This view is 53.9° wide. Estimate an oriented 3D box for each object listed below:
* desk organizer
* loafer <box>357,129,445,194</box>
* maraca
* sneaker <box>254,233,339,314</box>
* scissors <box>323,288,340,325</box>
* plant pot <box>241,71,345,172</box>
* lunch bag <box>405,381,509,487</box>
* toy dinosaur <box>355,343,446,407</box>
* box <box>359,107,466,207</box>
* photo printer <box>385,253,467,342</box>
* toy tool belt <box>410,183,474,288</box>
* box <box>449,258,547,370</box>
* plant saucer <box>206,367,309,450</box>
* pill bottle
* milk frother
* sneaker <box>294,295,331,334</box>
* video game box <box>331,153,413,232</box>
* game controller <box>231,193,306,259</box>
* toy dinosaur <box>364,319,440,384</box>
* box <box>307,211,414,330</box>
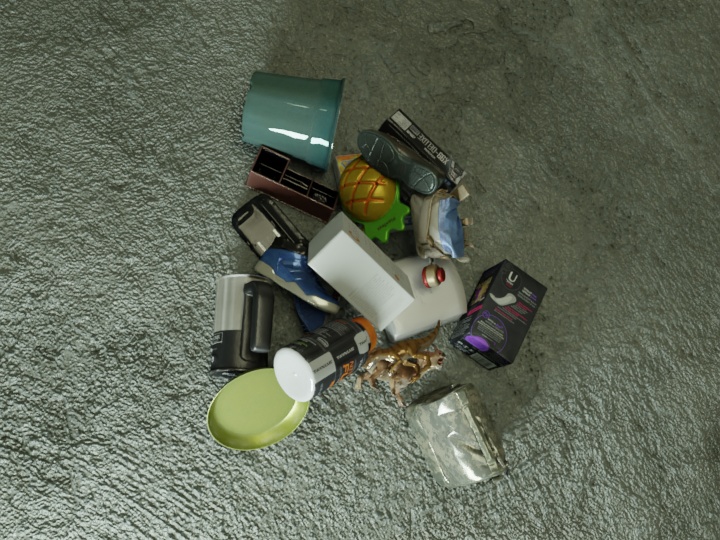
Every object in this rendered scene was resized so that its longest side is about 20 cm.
[{"bbox_3d":[-0.141,-0.184,1.518,0.198,0.077,0.072,24,69,-8],"label":"desk organizer"},{"bbox_3d":[0.083,-0.223,1.437,0.199,0.072,0.063,37,35,16],"label":"loafer"},{"bbox_3d":[0.027,-0.152,1.484,0.137,0.107,0.201,-36,67,19],"label":"maraca"},{"bbox_3d":[-0.108,-0.001,1.422,0.199,0.077,0.112,29,84,21],"label":"sneaker"},{"bbox_3d":[-0.054,0.043,1.470,0.073,0.014,0.200,42,45,-2],"label":"scissors"},{"bbox_3d":[-0.144,-0.330,1.509,0.194,0.200,0.202,12,71,-4],"label":"plant pot"},{"bbox_3d":[0.202,0.329,1.418,0.138,0.168,0.202,-21,81,-20],"label":"lunch bag"},{"bbox_3d":[0.063,0.194,1.464,0.198,0.086,0.137,20,70,-7],"label":"toy dinosaur"},{"bbox_3d":[0.107,-0.223,1.509,0.200,0.158,0.050,44,55,-1],"label":"box"},{"bbox_3d":[0.129,0.048,1.533,0.198,0.069,0.168,-16,79,-20],"label":"photo printer"},{"bbox_3d":[0.176,-0.069,1.443,0.122,0.125,0.202,-7,93,26],"label":"toy tool belt"},{"bbox_3d":[0.301,0.098,1.548,0.122,0.106,0.201,34,67,-6],"label":"box"},{"bbox_3d":[-0.194,0.256,1.339,0.198,0.202,0.031,-11,36,-19],"label":"plant saucer"},{"bbox_3d":[-0.056,0.153,1.308,0.199,0.106,0.107,-26,82,-44],"label":"pill bottle"},{"bbox_3d":[-0.182,0.116,1.392,0.199,0.179,0.190,18,66,-46],"label":"milk frother"},{"bbox_3d":[-0.088,0.122,1.454,0.069,0.078,0.201,-14,57,-17],"label":"sneaker"},{"bbox_3d":[0.051,-0.176,1.590,0.198,0.047,0.184,-9,75,-19],"label":"video game box"},{"bbox_3d":[-0.180,-0.065,1.498,0.104,0.042,0.200,-40,87,-8],"label":"game controller"},{"bbox_3d":[0.106,0.159,1.413,0.198,0.061,0.107,-18,61,-21],"label":"toy dinosaur"},{"bbox_3d":[0.000,0.000,1.383,0.097,0.125,0.200,-43,107,12],"label":"box"}]
